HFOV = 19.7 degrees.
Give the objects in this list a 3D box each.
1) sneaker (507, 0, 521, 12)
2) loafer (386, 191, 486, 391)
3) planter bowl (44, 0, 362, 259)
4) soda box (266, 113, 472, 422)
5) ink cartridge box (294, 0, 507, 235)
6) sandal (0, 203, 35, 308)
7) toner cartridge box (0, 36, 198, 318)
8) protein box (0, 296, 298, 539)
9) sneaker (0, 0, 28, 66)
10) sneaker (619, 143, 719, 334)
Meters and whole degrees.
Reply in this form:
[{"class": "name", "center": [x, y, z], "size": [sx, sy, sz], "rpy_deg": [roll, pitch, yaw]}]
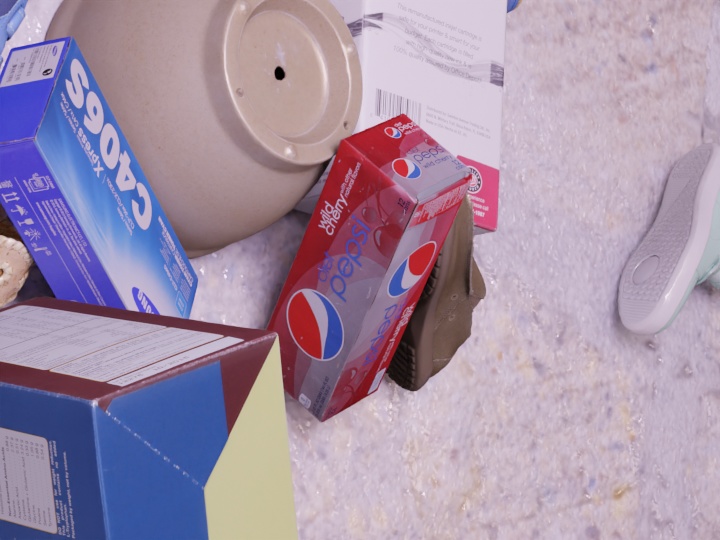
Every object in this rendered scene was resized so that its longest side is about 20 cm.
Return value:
[{"class": "sneaker", "center": [0.054, -0.277, 1.547], "size": [0.088, 0.075, 0.200], "rpy_deg": [-27, 95, -33]}, {"class": "loafer", "center": [0.046, -0.003, 1.415], "size": [0.067, 0.200, 0.076], "rpy_deg": [-34, 62, -31]}, {"class": "planter bowl", "center": [-0.085, -0.115, 1.321], "size": [0.200, 0.135, 0.201], "rpy_deg": [10, 75, -43]}, {"class": "soda box", "center": [0.000, 0.000, 1.345], "size": [0.070, 0.200, 0.063], "rpy_deg": [41, 41, 21]}, {"class": "ink cartridge box", "center": [0.026, -0.133, 1.470], "size": [0.145, 0.083, 0.201], "rpy_deg": [16, 71, -42]}, {"class": "sandal", "center": [-0.220, -0.022, 1.213], "size": [0.078, 0.070, 0.212], "rpy_deg": [34, 60, -36]}, {"class": "toner cartridge box", "center": [-0.159, -0.030, 1.232], "size": [0.095, 0.043, 0.200], "rpy_deg": [-79, 153, -45]}, {"class": "protein box", "center": [-0.151, 0.133, 1.133], "size": [0.135, 0.200, 0.199], "rpy_deg": [-19, 109, -45]}, {"class": "sneaker", "center": [-0.240, -0.141, 1.218], "size": [0.200, 0.074, 0.082], "rpy_deg": [-36, 110, -35]}, {"class": "sneaker", "center": [0.288, 0.001, 1.700], "size": [0.118, 0.074, 0.201], "rpy_deg": [46, 51, -21]}]
